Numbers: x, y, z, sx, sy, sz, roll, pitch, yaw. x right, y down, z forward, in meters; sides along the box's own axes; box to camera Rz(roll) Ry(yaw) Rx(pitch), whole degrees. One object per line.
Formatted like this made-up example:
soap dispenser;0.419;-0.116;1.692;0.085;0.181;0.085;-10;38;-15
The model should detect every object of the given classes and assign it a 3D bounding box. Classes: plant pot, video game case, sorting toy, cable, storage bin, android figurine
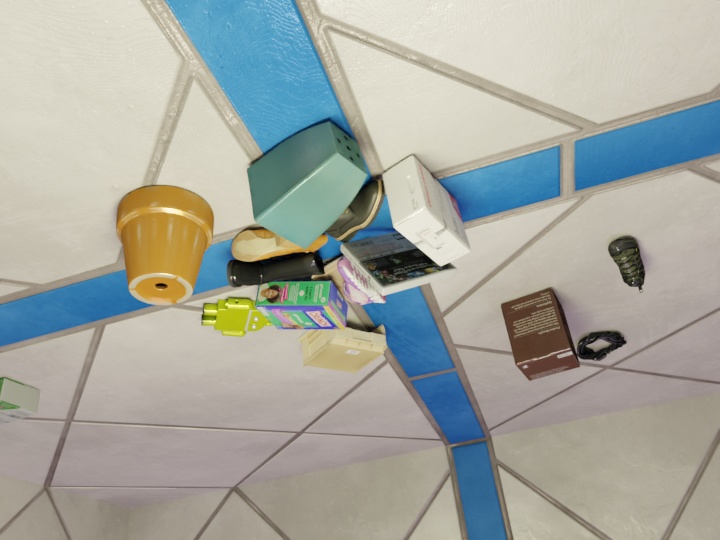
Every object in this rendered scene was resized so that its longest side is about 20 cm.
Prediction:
plant pot;-0.404;-0.039;1.253;0.196;0.186;0.201;-6;149;-3
plant pot;-0.092;-0.172;1.157;0.199;0.143;0.141;-34;140;25
video game case;0.083;-0.024;1.341;0.197;0.182;0.024;-13;130;-29
sorting toy;0.000;0.000;1.551;0.199;0.037;0.184;-32;141;27
cable;0.845;0.267;2.139;0.162;0.052;0.199;-27;143;28
storage bin;-0.053;0.222;1.834;0.198;0.095;0.198;15;141;-31
android figurine;-0.336;0.129;1.676;0.197;0.042;0.183;6;146;-18

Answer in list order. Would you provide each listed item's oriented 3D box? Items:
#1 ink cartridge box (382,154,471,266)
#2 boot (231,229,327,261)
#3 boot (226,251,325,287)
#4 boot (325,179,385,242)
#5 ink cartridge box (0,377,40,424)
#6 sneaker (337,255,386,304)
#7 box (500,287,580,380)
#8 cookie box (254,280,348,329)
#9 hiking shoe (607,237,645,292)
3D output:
ink cartridge box;0.139;-0.122;1.271;0.082;0.148;0.199;-27;143;25
boot;-0.183;-0.057;1.389;0.199;0.072;0.143;-9;172;37
boot;-0.195;-0.002;1.424;0.196;0.067;0.165;-5;180;11
boot;-0.048;-0.134;1.288;0.137;0.078;0.200;16;140;-26
ink cartridge box;-1.150;0.421;1.926;0.197;0.084;0.147;-18;147;15
sneaker;-0.012;0.034;1.500;0.087;0.082;0.200;-17;147;22
box;0.534;0.192;1.809;0.164;0.203;0.164;-20;147;20
cookie box;-0.148;0.092;1.578;0.196;0.076;0.172;-2;154;15
hiking shoe;0.720;-0.013;1.614;0.075;0.102;0.199;-27;143;28
